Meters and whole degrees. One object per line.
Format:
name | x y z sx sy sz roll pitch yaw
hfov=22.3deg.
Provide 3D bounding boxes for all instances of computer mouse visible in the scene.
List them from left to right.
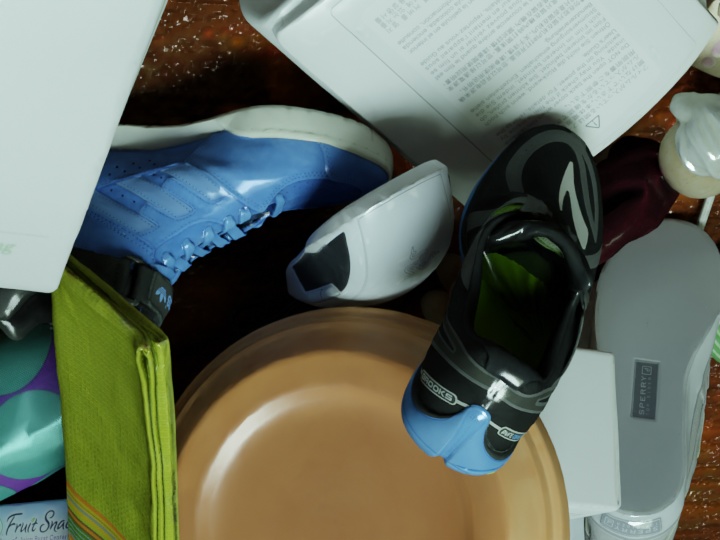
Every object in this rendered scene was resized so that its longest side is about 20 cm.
computer mouse | 0.000 0.000 0.879 0.109 0.044 0.200 -29 176 -16

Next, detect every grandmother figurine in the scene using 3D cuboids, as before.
grandmother figurine | 0.123 -0.029 0.934 0.061 0.122 0.200 41 128 -23

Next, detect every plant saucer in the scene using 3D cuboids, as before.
plant saucer | -0.008 0.115 0.814 0.200 0.201 0.037 -34 168 10

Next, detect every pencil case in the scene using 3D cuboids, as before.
pencil case | -0.195 0.079 0.925 0.199 0.092 0.085 -24 91 2

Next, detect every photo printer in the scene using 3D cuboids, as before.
photo printer | 0.065 -0.121 0.858 0.166 0.070 0.200 -39 133 15

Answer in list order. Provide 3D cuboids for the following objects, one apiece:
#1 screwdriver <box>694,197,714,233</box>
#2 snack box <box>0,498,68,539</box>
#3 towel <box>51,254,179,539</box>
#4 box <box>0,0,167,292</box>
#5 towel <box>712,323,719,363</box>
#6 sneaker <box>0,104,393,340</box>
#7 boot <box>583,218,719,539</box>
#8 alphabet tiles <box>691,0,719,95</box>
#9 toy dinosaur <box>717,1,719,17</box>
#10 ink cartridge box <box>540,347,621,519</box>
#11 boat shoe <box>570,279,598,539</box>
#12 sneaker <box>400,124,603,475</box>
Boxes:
screwdriver | 0.199 -0.054 1.002 0.028 0.029 0.201 -6 131 -16
snack box | -0.124 0.159 0.967 0.199 0.053 0.142 -10 157 36
towel | -0.110 0.094 0.801 0.018 0.086 0.201 -24 131 -34
box | -0.189 -0.125 0.680 0.198 0.172 0.201 7 127 -27
towel | 0.288 0.016 1.101 0.152 0.023 0.200 -43 136 21
sneaker | -0.082 -0.012 0.839 0.199 0.112 0.077 0 159 -7
boot | 0.153 0.074 1.005 0.073 0.201 0.096 12 145 9
alphabet tiles | 0.265 -0.110 0.924 0.199 0.015 0.196 20 131 -19
toy dinosaur | 0.234 -0.135 0.850 0.199 0.058 0.101 16 131 -16
ink cartridge box | 0.020 0.092 0.956 0.144 0.085 0.200 8 163 -26
boat shoe | 0.130 0.097 1.078 0.073 0.068 0.200 -21 116 -39
sneaker | 0.076 0.002 0.792 0.071 0.200 0.083 31 132 -6
